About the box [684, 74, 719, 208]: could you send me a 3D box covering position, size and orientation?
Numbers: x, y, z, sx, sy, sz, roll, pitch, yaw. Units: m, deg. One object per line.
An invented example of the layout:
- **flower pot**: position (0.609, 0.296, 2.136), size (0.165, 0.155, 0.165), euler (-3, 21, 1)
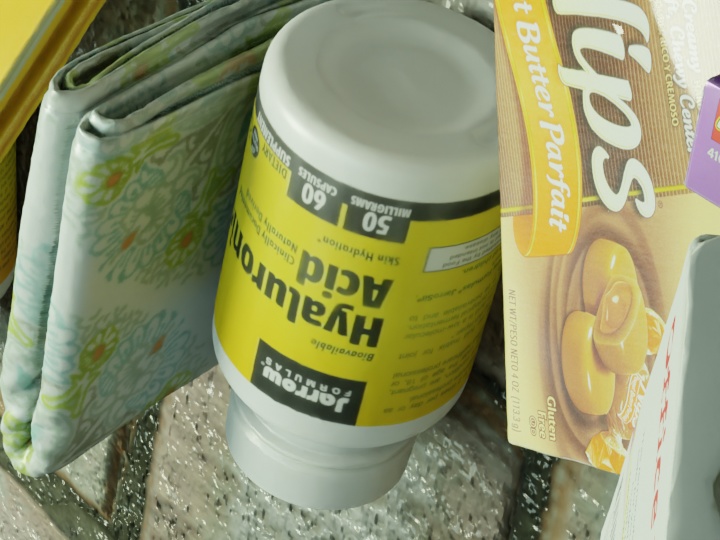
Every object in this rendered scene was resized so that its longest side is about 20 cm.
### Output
- **box**: position (0.208, -0.015, 0.608), size (0.200, 0.136, 0.039), euler (36, 135, 35)

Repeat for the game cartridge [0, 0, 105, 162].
- **game cartridge**: position (-0.201, -0.147, 1.048), size (0.200, 0.032, 0.177), euler (35, 92, 36)

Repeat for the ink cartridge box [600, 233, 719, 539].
- **ink cartridge box**: position (0.107, 0.101, 0.588), size (0.084, 0.145, 0.200), euler (7, 153, 4)

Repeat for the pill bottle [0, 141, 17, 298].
- **pill bottle**: position (-0.236, -0.039, 1.170), size (0.113, 0.112, 0.201), euler (35, 134, 35)

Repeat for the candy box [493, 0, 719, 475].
- **candy box**: position (0.099, -0.034, 0.734), size (0.115, 0.055, 0.201), euler (12, 107, 53)

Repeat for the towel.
- **towel**: position (-0.074, -0.025, 0.927), size (0.048, 0.171, 0.201), euler (37, 135, 24)

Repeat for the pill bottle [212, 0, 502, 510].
- **pill bottle**: position (0.000, 0.000, 0.899), size (0.111, 0.111, 0.201), euler (42, 138, 29)
